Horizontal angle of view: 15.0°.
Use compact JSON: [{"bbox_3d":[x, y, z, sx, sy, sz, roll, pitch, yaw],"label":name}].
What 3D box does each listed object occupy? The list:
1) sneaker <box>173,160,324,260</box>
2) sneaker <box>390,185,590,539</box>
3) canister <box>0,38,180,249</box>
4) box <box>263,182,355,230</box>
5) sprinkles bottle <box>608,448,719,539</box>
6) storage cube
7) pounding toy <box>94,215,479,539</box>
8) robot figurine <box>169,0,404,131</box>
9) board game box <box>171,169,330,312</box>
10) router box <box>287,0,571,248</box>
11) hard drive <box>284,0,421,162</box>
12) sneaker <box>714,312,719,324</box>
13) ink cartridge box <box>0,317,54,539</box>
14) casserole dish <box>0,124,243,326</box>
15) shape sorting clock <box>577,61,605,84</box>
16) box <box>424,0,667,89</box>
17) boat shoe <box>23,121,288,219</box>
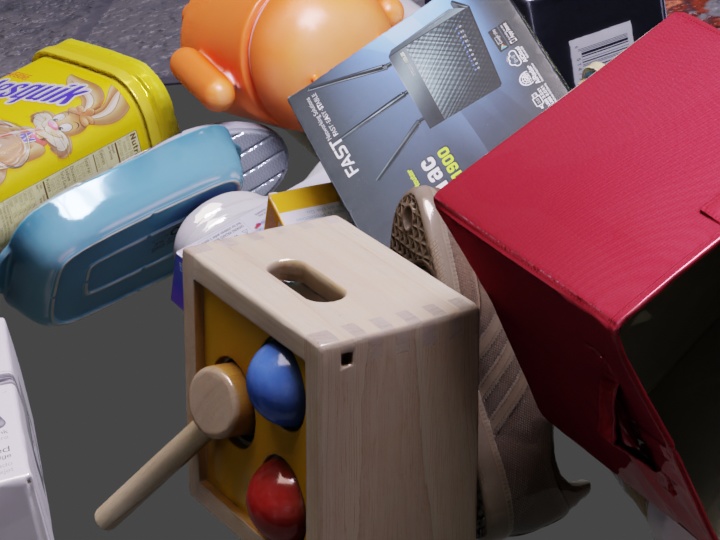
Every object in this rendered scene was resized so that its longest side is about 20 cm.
[{"bbox_3d":[-0.020,-0.024,1.825,0.199,0.075,0.100,-25,46,-20],"label":"sneaker"},{"bbox_3d":[0.072,0.047,1.522,0.075,0.201,0.070,-12,0,-23],"label":"sneaker"},{"bbox_3d":[-0.253,-0.084,1.990,0.200,0.087,0.148,-31,33,-31],"label":"canister"},{"bbox_3d":[0.031,0.024,1.649,0.119,0.042,0.200,-11,52,-19],"label":"box"},{"bbox_3d":[0.166,0.093,1.514,0.068,0.068,0.200,-15,28,-8],"label":"sprinkles bottle"},{"bbox_3d":[0.173,0.004,1.394,0.200,0.171,0.180,-37,35,-10],"label":"storage cube"},{"bbox_3d":[-0.046,0.084,1.519,0.142,0.185,0.200,-13,26,-28],"label":"pounding toy"},{"bbox_3d":[-0.053,-0.158,1.943,0.143,0.117,0.200,15,1,-34],"label":"robot figurine"},{"bbox_3d":[0.000,0.000,1.724,0.200,0.045,0.134,-31,58,-32],"label":"board game box"},{"bbox_3d":[0.063,-0.065,1.621,0.150,0.062,0.200,-34,52,7],"label":"router box"},{"bbox_3d":[-0.005,-0.147,2.005,0.132,0.027,0.200,-51,32,3],"label":"hard drive"},{"bbox_3d":[0.289,0.058,1.539,0.199,0.077,0.081,-5,64,-16],"label":"sneaker"},{"bbox_3d":[-0.262,0.121,1.606,0.145,0.084,0.200,-14,28,-5],"label":"ink cartridge box"},{"bbox_3d":[-0.152,-0.024,1.823,0.200,0.121,0.039,-28,65,-28],"label":"casserole dish"},{"bbox_3d":[0.187,-0.037,1.618,0.039,0.200,0.200,-29,30,-5],"label":"shape sorting clock"},{"bbox_3d":[0.130,-0.167,1.933,0.104,0.148,0.200,-19,29,-16],"label":"box"},{"bbox_3d":[-0.149,-0.058,1.920,0.199,0.072,0.062,-21,24,-15],"label":"boat shoe"}]
